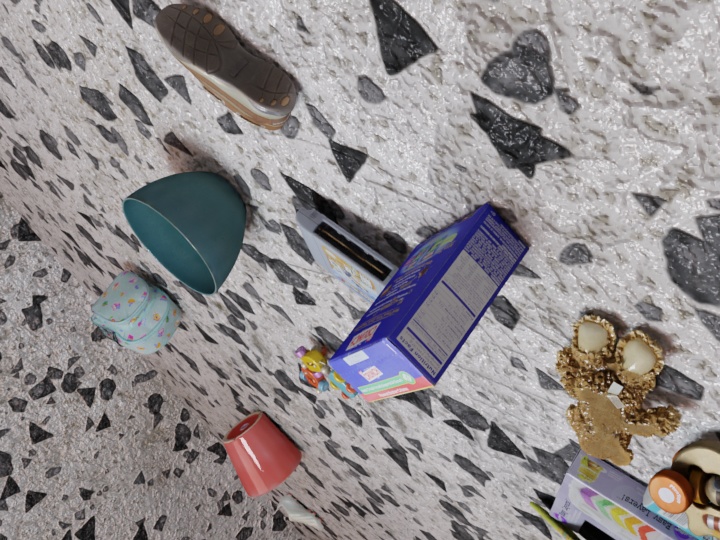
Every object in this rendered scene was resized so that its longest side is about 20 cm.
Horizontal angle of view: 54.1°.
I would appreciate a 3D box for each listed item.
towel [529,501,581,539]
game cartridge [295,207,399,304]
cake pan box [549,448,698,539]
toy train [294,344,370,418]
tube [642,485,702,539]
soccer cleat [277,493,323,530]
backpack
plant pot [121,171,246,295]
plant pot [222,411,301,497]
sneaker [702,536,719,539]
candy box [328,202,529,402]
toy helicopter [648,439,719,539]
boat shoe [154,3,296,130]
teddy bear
[{"bbox_3d":[0.336,0.421,1.115,0.086,0.018,0.200,40,176,-5],"label":"towel"},{"bbox_3d":[0.000,0.000,0.971,0.199,0.042,0.134,36,162,23],"label":"game cartridge"},{"bbox_3d":[0.374,0.359,1.019,0.183,0.052,0.201,32,153,24],"label":"cake pan box"},{"bbox_3d":[-0.051,0.203,1.369,0.199,0.056,0.151,21,149,42],"label":"toy train"},{"bbox_3d":[0.451,0.324,0.868,0.198,0.051,0.078,32,152,11],"label":"tube"},{"bbox_3d":[-0.229,0.939,2.695,0.199,0.078,0.070,32,153,19],"label":"soccer cleat"},{"bbox_3d":[-0.570,0.110,1.802,0.198,0.177,0.154,27,155,19],"label":"backpack"},{"bbox_3d":[-0.261,-0.079,1.132,0.199,0.135,0.201,32,152,19],"label":"plant pot"},{"bbox_3d":[-0.297,0.525,2.060,0.179,0.200,0.200,58,151,-10],"label":"plant pot"},{"bbox_3d":[0.487,0.329,0.787,0.197,0.088,0.077,7,-175,22],"label":"sneaker"},{"bbox_3d":[0.071,0.040,0.779,0.077,0.200,0.169,44,154,-7],"label":"candy box"},{"bbox_3d":[0.416,0.276,0.753,0.132,0.078,0.202,-41,73,49],"label":"toy helicopter"},{"bbox_3d":[-0.165,-0.234,0.837,0.200,0.076,0.072,41,156,5],"label":"boat shoe"},{"bbox_3d":[0.285,0.130,0.793,0.144,0.067,0.202,2,128,40],"label":"teddy bear"}]
